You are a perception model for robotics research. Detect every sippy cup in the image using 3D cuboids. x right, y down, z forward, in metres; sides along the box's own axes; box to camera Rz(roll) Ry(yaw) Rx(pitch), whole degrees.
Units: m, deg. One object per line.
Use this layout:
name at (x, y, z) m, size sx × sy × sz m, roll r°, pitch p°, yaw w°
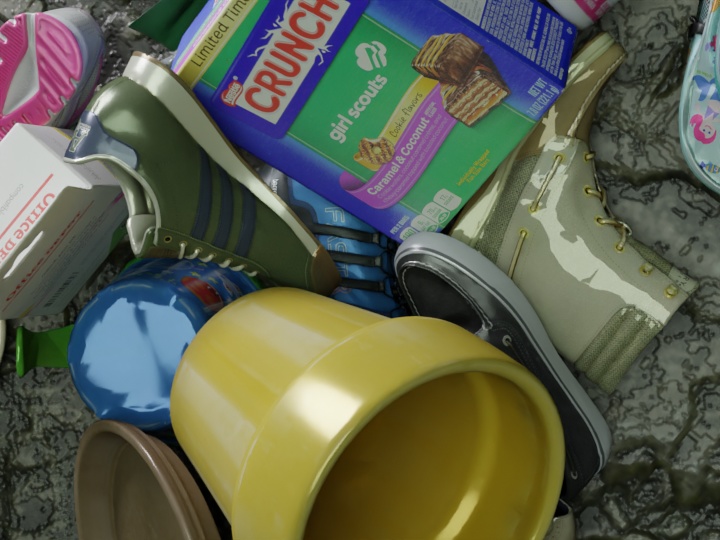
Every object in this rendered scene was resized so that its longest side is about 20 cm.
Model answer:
sippy cup at (-0.128, 0.052, 1.489) m, size 0.178 × 0.130 × 0.140 m, roll -36°, pitch 84°, yaw 10°

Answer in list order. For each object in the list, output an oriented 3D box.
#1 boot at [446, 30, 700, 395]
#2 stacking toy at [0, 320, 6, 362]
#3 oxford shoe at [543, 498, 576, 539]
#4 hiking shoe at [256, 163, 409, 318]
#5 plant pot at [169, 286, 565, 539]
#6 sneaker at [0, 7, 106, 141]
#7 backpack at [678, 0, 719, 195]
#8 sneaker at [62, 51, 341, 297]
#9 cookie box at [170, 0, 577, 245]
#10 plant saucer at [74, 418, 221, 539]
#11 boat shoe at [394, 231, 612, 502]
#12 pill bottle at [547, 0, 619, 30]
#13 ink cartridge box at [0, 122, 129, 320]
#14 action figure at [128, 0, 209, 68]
boot at (0.156, -0.037, 1.464) m, size 0.155 × 0.072 × 0.200 m, roll 34°, pitch 104°, yaw 9°
stacking toy at (-0.329, 0.044, 1.488) m, size 0.146 × 0.200 × 0.146 m, roll 1°, pitch 94°, yaw 11°
oxford shoe at (0.065, 0.127, 1.458) m, size 0.200 × 0.070 × 0.075 m, roll 33°, pitch 131°, yaw 30°
hiking shoe at (0.000, 0.000, 1.492) m, size 0.087 × 0.074 × 0.200 m, roll -40°, pitch 84°, yaw 9°
plant pot at (-0.011, 0.104, 1.361) m, size 0.189 × 0.201 × 0.201 m, roll 35°, pitch 99°, yaw 47°
sneaker at (-0.233, -0.103, 1.534) m, size 0.200 × 0.088 × 0.081 m, roll -40°, pitch 89°, yaw 31°
backpack at (0.286, -0.125, 1.407) m, size 0.177 × 0.151 × 0.200 m, roll 17°, pitch 99°, yaw 8°
sneaker at (-0.104, -0.034, 1.409) m, size 0.090 × 0.067 × 0.200 m, roll -47°, pitch 114°, yaw -16°
cookie box at (0.004, -0.130, 1.423) m, size 0.200 × 0.075 × 0.171 m, roll 31°, pitch 128°, yaw -12°
plant saucer at (-0.127, 0.187, 1.424) m, size 0.029 × 0.200 × 0.200 m, roll -15°, pitch 88°, yaw -28°
boat shoe at (0.083, 0.067, 1.455) m, size 0.070 × 0.066 × 0.200 m, roll -23°, pitch 110°, yaw 41°
pill bottle at (0.176, -0.256, 1.436) m, size 0.200 × 0.113 × 0.113 m, roll -42°, pitch 84°, yaw 9°
ink cartridge box at (-0.213, -0.031, 1.467) m, size 0.067 × 0.200 × 0.117 m, roll 41°, pitch 97°, yaw 7°
action figure at (-0.061, -0.188, 1.479) m, size 0.118 × 0.055 × 0.200 m, roll 37°, pitch 120°, yaw -3°
